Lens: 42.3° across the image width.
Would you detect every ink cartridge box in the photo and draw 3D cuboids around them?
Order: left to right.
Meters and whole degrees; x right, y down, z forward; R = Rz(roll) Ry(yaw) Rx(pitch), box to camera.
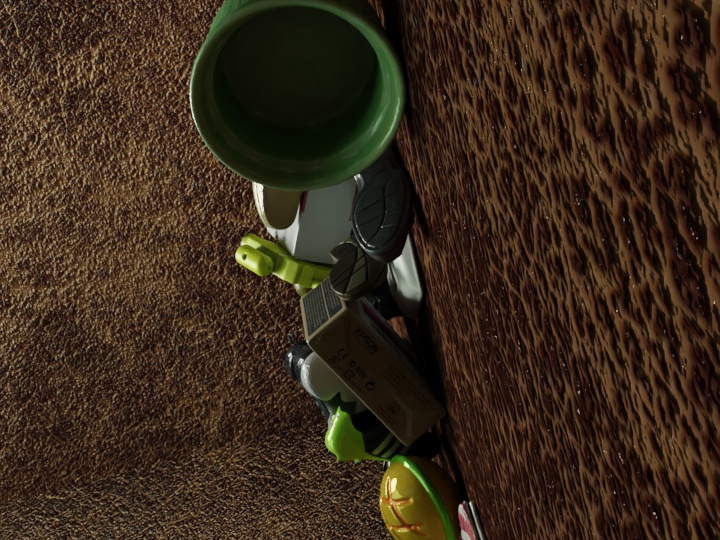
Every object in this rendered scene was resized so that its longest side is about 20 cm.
[{"bbox_3d":[-0.074,-0.105,1.412,0.200,0.083,0.147,-140,59,-68],"label":"ink cartridge box"},{"bbox_3d":[0.013,0.111,1.229,0.200,0.075,0.165,47,-172,-18],"label":"ink cartridge box"}]

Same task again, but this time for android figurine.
[{"bbox_3d":[-0.092,-0.006,1.389,0.199,0.181,0.041,29,104,45],"label":"android figurine"}]

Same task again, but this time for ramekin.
[{"bbox_3d":[-0.059,-0.185,0.886,0.098,0.198,0.201,-96,-4,-50],"label":"ramekin"}]

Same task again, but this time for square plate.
[{"bbox_3d":[0.041,-0.044,1.203,0.200,0.028,0.200,91,165,-78],"label":"square plate"}]

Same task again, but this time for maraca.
[{"bbox_3d":[0.085,0.334,1.266,0.137,0.106,0.201,41,151,48],"label":"maraca"}]

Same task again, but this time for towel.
[{"bbox_3d":[0.150,0.387,1.149,0.201,0.023,0.145,80,174,-53],"label":"towel"}]

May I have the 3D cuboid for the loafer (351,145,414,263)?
[{"bbox_3d":[0.030,-0.077,1.027,0.063,0.071,0.201,53,-160,-40],"label":"loafer"}]

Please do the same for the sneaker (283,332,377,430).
[{"bbox_3d":[-0.043,0.169,1.331,0.114,0.075,0.201,38,160,51],"label":"sneaker"}]

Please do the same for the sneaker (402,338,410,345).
[{"bbox_3d":[0.035,0.172,1.492,0.200,0.111,0.078,83,173,-67],"label":"sneaker"}]

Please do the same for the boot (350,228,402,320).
[{"bbox_3d":[0.015,-0.014,1.427,0.198,0.073,0.164,-139,37,-76],"label":"boot"}]

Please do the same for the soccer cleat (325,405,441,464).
[{"bbox_3d":[0.042,0.228,1.303,0.067,0.199,0.082,33,110,51],"label":"soccer cleat"}]

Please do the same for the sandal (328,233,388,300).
[{"bbox_3d":[0.000,0.000,1.204,0.055,0.081,0.200,60,180,-16],"label":"sandal"}]

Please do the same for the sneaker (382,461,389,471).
[{"bbox_3d":[0.060,0.229,1.392,0.116,0.075,0.201,-80,-24,-45],"label":"sneaker"}]

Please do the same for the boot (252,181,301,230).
[{"bbox_3d":[-0.088,-0.138,1.232,0.155,0.071,0.202,-140,56,-64],"label":"boot"}]

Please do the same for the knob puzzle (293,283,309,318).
[{"bbox_3d":[-0.060,0.092,1.440,0.220,0.030,0.220,56,179,2],"label":"knob puzzle"}]
